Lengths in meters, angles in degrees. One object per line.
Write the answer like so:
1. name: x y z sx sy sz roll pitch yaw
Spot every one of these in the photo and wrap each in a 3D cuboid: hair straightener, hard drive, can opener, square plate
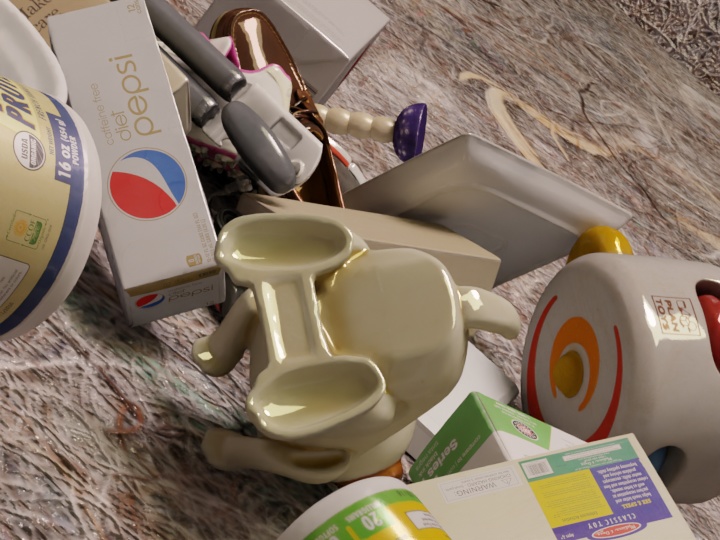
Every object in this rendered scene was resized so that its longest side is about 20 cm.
1. hair straightener: -0.104 -0.033 1.523 0.041 0.077 0.200 22 25 -52
2. hard drive: 0.041 0.075 1.632 0.132 0.026 0.200 42 19 6
3. can opener: -0.105 -0.131 1.547 0.200 0.053 0.067 43 -11 16
4. square plate: 0.079 -0.030 1.726 0.199 0.197 0.029 23 54 -40

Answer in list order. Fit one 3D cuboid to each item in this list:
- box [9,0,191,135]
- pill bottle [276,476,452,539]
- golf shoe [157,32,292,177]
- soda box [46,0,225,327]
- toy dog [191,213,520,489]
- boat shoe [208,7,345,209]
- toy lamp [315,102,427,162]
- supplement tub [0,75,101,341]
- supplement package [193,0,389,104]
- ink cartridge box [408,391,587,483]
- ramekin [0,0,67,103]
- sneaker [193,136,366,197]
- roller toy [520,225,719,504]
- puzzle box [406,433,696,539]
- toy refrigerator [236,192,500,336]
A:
1. box: -0.215 -0.153 1.526 0.200 0.095 0.078 44 -19 15
2. pill bottle: 0.038 0.217 1.171 0.200 0.111 0.111 49 21 26
3. golf shoe: -0.139 -0.139 1.621 0.199 0.092 0.075 25 -5 12
4. soda box: -0.144 -0.071 1.417 0.064 0.067 0.202 98 -25 -67
5. toy dog: -0.011 0.057 1.342 0.200 0.192 0.140 104 -33 -63
6. boat shoe: -0.054 -0.105 1.654 0.072 0.067 0.202 -18 89 -32
7. toy lamp: -0.048 -0.125 1.757 0.198 0.059 0.058 9 18 7
8. supplement tub: -0.253 -0.052 1.181 0.199 0.145 0.145 21 26 -44
9. supplement package: -0.068 -0.190 1.877 0.120 0.121 0.200 39 19 -2
10. ink cartridge box: 0.134 0.190 1.453 0.145 0.084 0.201 26 23 -33
11. ramekin: -0.287 -0.125 1.355 0.200 0.098 0.201 35 20 -14
12. sneaker: -0.084 -0.078 1.713 0.199 0.077 0.082 32 47 -19
13. roller toy: 0.207 0.079 1.663 0.139 0.202 0.182 5 11 -26
14. puzzle box: 0.098 0.169 1.338 0.198 0.026 0.133 -12 37 -11
15. toy refrigerator: 0.000 0.000 1.596 0.199 0.071 0.076 8 16 -43
